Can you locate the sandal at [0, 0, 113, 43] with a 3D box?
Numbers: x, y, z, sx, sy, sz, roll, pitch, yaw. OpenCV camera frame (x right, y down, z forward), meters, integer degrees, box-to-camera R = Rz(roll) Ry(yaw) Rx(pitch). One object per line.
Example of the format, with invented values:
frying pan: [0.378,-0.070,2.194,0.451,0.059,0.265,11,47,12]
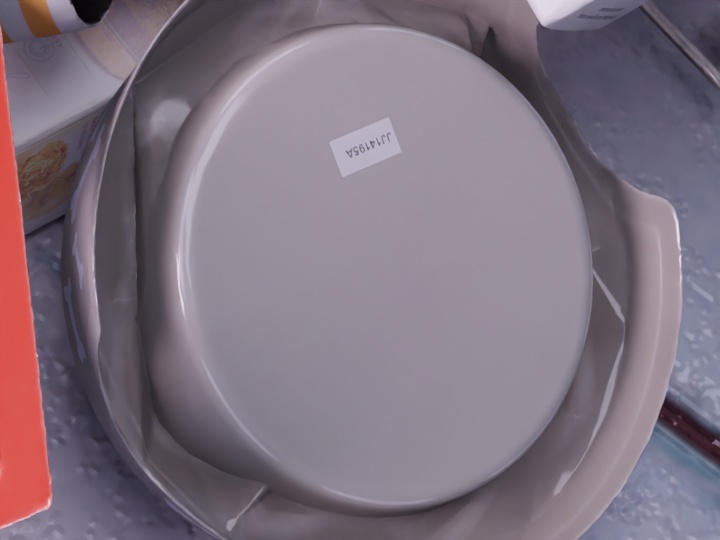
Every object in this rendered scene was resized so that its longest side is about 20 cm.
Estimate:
sandal: [-0.079,-0.108,0.758,0.205,0.080,0.059,-17,31,-2]

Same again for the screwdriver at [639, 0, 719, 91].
screwdriver: [0.066,-0.134,0.956,0.028,0.029,0.200,-35,70,-28]

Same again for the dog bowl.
dog bowl: [0.000,0.000,0.812,0.199,0.059,0.202,4,82,-29]

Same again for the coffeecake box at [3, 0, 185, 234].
coffeecake box: [-0.128,-0.094,0.858,0.199,0.073,0.154,-30,74,-27]

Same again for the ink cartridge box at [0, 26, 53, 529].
ink cartridge box: [-0.182,0.019,0.727,0.057,0.199,0.163,25,47,-49]

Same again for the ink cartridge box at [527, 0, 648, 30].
ink cartridge box: [0.113,-0.182,0.795,0.199,0.083,0.146,-30,86,18]
